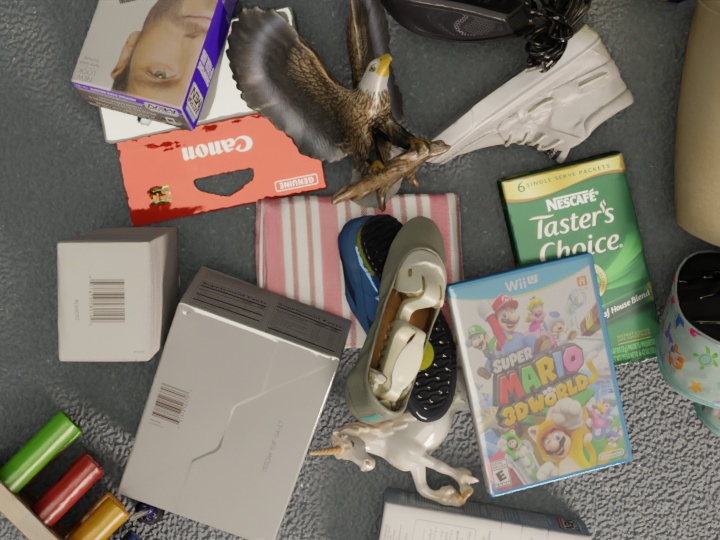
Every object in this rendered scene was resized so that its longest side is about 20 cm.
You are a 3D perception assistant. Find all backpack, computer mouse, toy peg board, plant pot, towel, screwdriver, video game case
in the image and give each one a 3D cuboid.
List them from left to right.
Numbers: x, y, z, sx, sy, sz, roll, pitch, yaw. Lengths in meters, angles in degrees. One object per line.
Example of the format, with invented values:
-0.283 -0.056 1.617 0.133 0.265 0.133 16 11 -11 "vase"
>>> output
-0.257 0.218 1.490 0.199 0.200 0.098 45 80 -3 "toy peg board"
-0.199 0.219 1.481 0.028 0.200 0.029 18 79 0 "screwdriver"
0.000 0.000 1.542 0.199 0.030 0.147 -2 94 0 "towel"
0.102 -0.235 1.481 0.199 0.139 0.053 18 131 11 "computer mouse"
0.166 0.096 1.491 0.142 0.018 0.201 -13 95 -10 "video game case"
0.362 -0.123 1.458 0.186 0.187 0.201 16 109 0 "plant pot"
0.369 0.070 1.464 0.199 0.178 0.151 15 126 0 "backpack"

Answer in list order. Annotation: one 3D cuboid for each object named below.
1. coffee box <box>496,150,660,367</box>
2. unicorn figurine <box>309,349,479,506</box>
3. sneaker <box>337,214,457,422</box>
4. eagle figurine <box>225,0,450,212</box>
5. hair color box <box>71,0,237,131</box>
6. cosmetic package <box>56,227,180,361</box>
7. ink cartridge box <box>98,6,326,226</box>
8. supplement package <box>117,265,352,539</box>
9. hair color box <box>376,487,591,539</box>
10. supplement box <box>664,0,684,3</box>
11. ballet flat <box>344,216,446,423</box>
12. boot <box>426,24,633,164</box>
0.209 -0.004 1.527 0.122 0.044 0.201 -12 95 2 "coffee box"
0.062 0.156 1.525 0.137 0.074 0.200 38 66 9 "unicorn figurine"
0.030 0.045 1.499 0.066 0.078 0.201 -20 90 -31 "sneaker"
-0.009 -0.163 1.465 0.151 0.152 0.200 -44 69 22 "eagle figurine"
-0.177 -0.239 1.468 0.109 0.065 0.201 15 78 8 "hair color box"
-0.216 0.018 1.459 0.084 0.200 0.108 0 94 -1 "cosmetic package"
-0.143 -0.144 1.522 0.199 0.044 0.174 -11 94 2 "ink cartridge box"
-0.116 0.125 1.493 0.155 0.111 0.201 20 108 -1 "supplement package"
0.113 0.279 1.548 0.199 0.061 0.100 10 96 1 "hair color box"
0.213 -0.317 1.464 0.199 0.110 0.109 11 95 -1 "supplement box"
0.045 0.043 1.428 0.067 0.064 0.201 28 70 -25 "ballet flat"
0.157 -0.136 1.502 0.200 0.074 0.096 -34 98 9 "boot"
